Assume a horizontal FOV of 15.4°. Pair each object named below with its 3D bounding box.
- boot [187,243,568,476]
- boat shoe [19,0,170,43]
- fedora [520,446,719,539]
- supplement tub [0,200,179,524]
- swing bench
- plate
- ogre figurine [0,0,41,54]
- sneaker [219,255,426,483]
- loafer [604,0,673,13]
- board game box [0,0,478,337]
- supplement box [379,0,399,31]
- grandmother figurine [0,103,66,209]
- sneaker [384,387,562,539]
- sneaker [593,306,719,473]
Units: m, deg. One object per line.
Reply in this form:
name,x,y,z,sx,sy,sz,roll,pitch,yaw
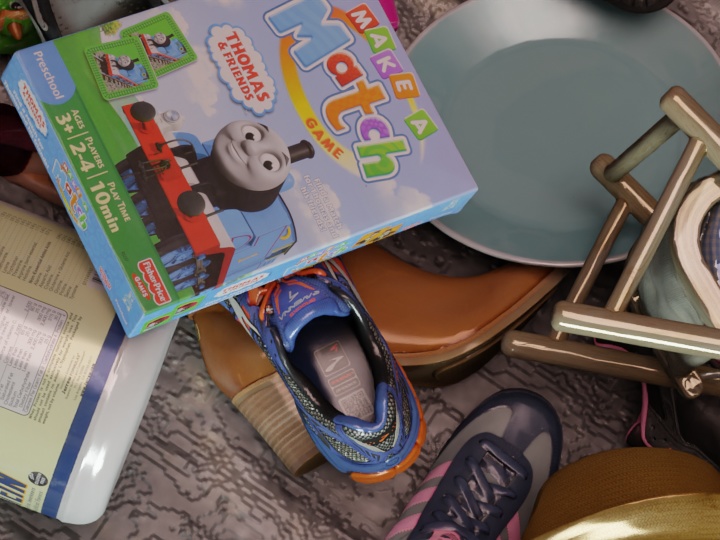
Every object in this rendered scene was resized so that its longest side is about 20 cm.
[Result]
boot,0.000,0.000,1.461,0.200,0.074,0.155,-30,78,-17
boat shoe,-0.131,-0.119,1.412,0.076,0.200,0.060,-41,47,0
fedora,0.139,0.151,1.398,0.200,0.201,0.082,0,50,-8
supplement tub,-0.204,0.034,1.383,0.200,0.145,0.145,21,74,-2
swing bench,0.194,0.025,1.332,0.200,0.199,0.130,28,82,-2
plate,0.112,-0.079,1.494,0.200,0.026,0.200,-2,56,2
ogre figurine,-0.192,-0.180,1.462,0.200,0.098,0.120,-24,91,-5
sneaker,-0.030,0.015,1.384,0.075,0.078,0.200,-36,80,-6
loafer,0.105,-0.211,1.537,0.200,0.071,0.073,37,108,13
board game box,-0.060,-0.069,1.357,0.200,0.037,0.151,-21,76,-28
supplement box,-0.057,-0.202,1.486,0.101,0.103,0.200,-12,77,-12
grandmother figurine,-0.183,-0.064,1.391,0.200,0.121,0.061,15,73,-38
sneaker,0.053,0.145,1.424,0.070,0.082,0.200,31,74,2
sneaker,0.198,0.087,1.476,0.095,0.079,0.200,-31,85,13
